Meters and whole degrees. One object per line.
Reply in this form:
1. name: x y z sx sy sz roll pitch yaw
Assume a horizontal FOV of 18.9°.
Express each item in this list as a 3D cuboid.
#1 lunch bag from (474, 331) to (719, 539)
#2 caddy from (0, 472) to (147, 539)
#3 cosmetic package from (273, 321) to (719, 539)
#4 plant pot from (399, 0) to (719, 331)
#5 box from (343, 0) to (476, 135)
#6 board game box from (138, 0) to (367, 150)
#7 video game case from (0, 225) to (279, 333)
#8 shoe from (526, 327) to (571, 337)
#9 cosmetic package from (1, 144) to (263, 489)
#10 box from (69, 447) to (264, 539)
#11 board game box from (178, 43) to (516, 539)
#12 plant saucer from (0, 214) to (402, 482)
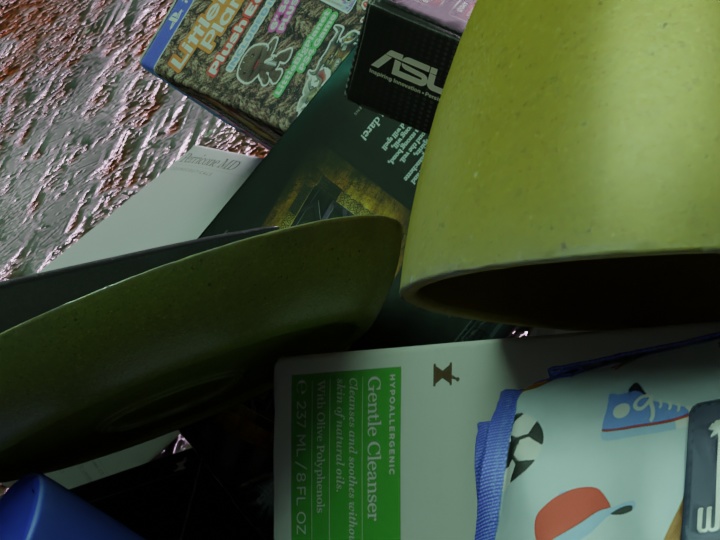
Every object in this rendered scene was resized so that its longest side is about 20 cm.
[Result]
1. lunch bag: 0.124 0.111 0.566 0.169 0.201 0.124 -13 -11 26
2. caddy: -0.127 0.166 0.734 0.141 0.105 0.201 -16 39 51
3. cosmetic package: 0.074 0.077 0.721 0.199 0.085 0.108 -8 78 35
4. plant pot: 0.111 -0.061 0.638 0.199 0.143 0.200 0 -8 0
5. box: 0.105 -0.096 0.838 0.160 0.044 0.200 24 36 12
6. board game box: 0.017 -0.082 1.031 0.097 0.159 0.200 -59 35 -2
7. video game case: -0.150 0.042 0.805 0.199 0.026 0.181 -13 -13 -39
8. shoe: 0.139 0.042 0.832 0.199 0.070 0.053 1 36 42
9. cosmetic package: -0.113 0.028 1.107 0.200 0.081 0.113 -43 28 -22
10. box: -0.142 0.170 0.896 0.199 0.079 0.141 -20 33 21
11. board game box: 0.000 0.000 0.864 0.200 0.028 0.135 -50 54 11
12. plant saucer: -0.072 0.034 0.769 0.199 0.031 0.200 -21 -10 -4
